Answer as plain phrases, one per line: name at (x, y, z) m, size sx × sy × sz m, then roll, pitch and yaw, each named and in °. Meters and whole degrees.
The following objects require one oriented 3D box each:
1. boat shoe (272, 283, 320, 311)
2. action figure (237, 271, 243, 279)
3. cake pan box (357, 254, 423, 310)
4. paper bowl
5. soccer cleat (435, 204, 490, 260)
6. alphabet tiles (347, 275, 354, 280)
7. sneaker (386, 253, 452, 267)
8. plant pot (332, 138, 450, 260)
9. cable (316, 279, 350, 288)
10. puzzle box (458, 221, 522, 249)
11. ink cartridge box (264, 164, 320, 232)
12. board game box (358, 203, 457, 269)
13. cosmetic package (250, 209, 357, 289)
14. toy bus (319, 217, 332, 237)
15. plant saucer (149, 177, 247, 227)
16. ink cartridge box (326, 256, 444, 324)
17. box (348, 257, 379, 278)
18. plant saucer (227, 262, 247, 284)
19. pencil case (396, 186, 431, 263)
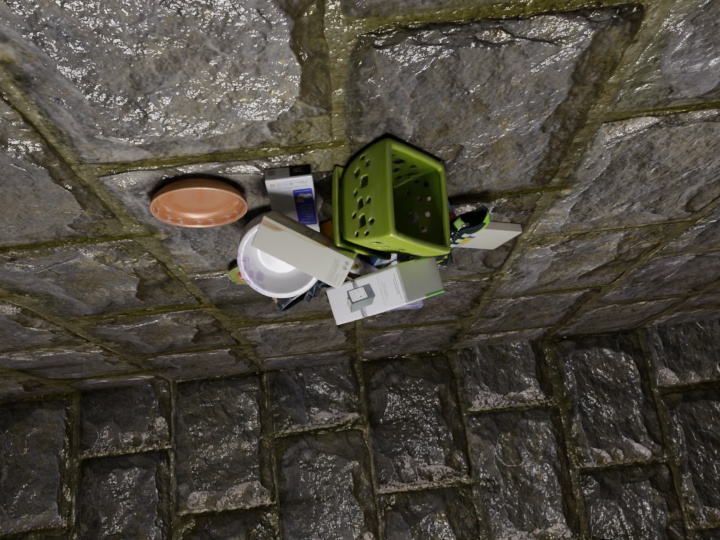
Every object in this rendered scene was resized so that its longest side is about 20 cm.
boat shoe at (-0.144, 0.056, 1.805) m, size 0.200 × 0.062 × 0.075 m, roll -23°, pitch 162°, yaw 3°
action figure at (-0.241, 0.017, 1.797) m, size 0.200 × 0.052 × 0.065 m, roll 5°, pitch 163°, yaw -29°
cake pan box at (0.071, 0.017, 1.783) m, size 0.199 × 0.185 × 0.052 m, roll -6°, pitch 167°, yaw -4°
paper bowl at (-0.185, -0.045, 1.530) m, size 0.200 × 0.201 × 0.104 m, roll -5°, pitch -155°, yaw -4°
soccer cleat at (0.212, -0.089, 1.513) m, size 0.200 × 0.068 × 0.081 m, roll -32°, pitch 159°, yaw -5°
alphabet tiles at (-0.010, 0.026, 1.642) m, size 0.200 × 0.006 × 0.166 m, roll 30°, pitch 180°, yaw 28°
sneaker at (0.141, -0.005, 1.641) m, size 0.200 × 0.085 × 0.074 m, roll -32°, pitch 166°, yaw 25°
plant pot at (0.051, -0.127, 1.322) m, size 0.181 × 0.201 × 0.199 m, roll -12°, pitch 163°, yaw 41°
cable at (-0.026, 0.051, 1.561) m, size 0.163 × 0.051 × 0.200 m, roll 29°, pitch 180°, yaw -1°
puzzle box at (0.319, -0.097, 1.775) m, size 0.199 × 0.026 × 0.133 m, roll 3°, pitch 160°, yaw -27°
ink cartridge box at (-0.141, -0.142, 1.384) m, size 0.094 × 0.037 × 0.200 m, roll -7°, pitch 146°, yaw -2°
board game box at (0.111, -0.081, 1.597) m, size 0.195 × 0.056 × 0.200 m, roll -23°, pitch 168°, yaw -20°
cosmetic package at (-0.111, -0.045, 1.332) m, size 0.200 × 0.071 × 0.105 m, roll 26°, pitch -168°, yaw -2°
toy bus at (-0.066, -0.084, 1.613) m, size 0.200 × 0.065 × 0.078 m, roll -21°, pitch 159°, yaw 36°
plant saucer at (-0.339, -0.144, 1.374) m, size 0.199 × 0.038 × 0.200 m, roll -6°, pitch 161°, yaw -2°
ink cartridge box at (0.051, 0.041, 1.377) m, size 0.200 × 0.084 × 0.145 m, roll -20°, pitch 176°, yaw 40°
box at (0.000, 0.000, 1.592) m, size 0.200 × 0.039 × 0.041 m, roll 30°, pitch 158°, yaw -22°
plant saucer at (-0.272, -0.004, 1.839) m, size 0.199 × 0.031 × 0.200 m, roll -7°, pitch 162°, yaw -2°
pencil case at (0.130, -0.087, 1.451) m, size 0.089 × 0.201 × 0.078 m, roll 1°, pitch -171°, yaw -32°
